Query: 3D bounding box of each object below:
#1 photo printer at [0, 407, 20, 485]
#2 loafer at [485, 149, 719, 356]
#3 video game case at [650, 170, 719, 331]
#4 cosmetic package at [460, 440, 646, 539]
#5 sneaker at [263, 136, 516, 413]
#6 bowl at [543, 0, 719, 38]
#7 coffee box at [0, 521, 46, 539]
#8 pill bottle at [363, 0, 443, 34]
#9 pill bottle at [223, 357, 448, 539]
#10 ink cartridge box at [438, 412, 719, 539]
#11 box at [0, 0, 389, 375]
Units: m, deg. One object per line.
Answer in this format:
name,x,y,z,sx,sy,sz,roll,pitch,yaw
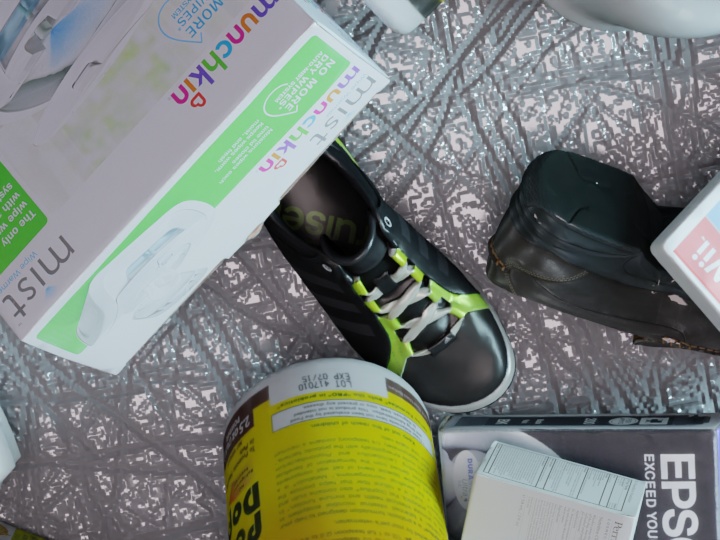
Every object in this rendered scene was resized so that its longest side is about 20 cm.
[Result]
photo printer,-0.286,0.095,1.150,0.200,0.069,0.167,-38,99,6
loafer,0.158,0.008,1.146,0.199,0.073,0.072,25,133,-11
video game case,0.255,-0.028,1.120,0.200,0.017,0.143,-45,99,-15
cosmetic package,0.081,0.193,1.125,0.082,0.051,0.202,15,110,12
sneaker,0.000,0.000,1.127,0.072,0.083,0.200,-42,98,7
bowl,0.173,-0.185,1.038,0.200,0.090,0.202,-22,132,-27
coffee box,-0.153,0.272,1.117,0.196,0.200,0.201,21,101,-4
pill bottle,0.054,-0.220,1.072,0.200,0.114,0.114,-42,98,7
pill bottle,-0.009,0.147,1.087,0.108,0.201,0.110,-4,134,-4
ink cartridge box,0.145,0.170,1.155,0.198,0.043,0.200,-2,104,13
box,-0.119,-0.085,1.070,0.200,0.097,0.177,-45,64,8
